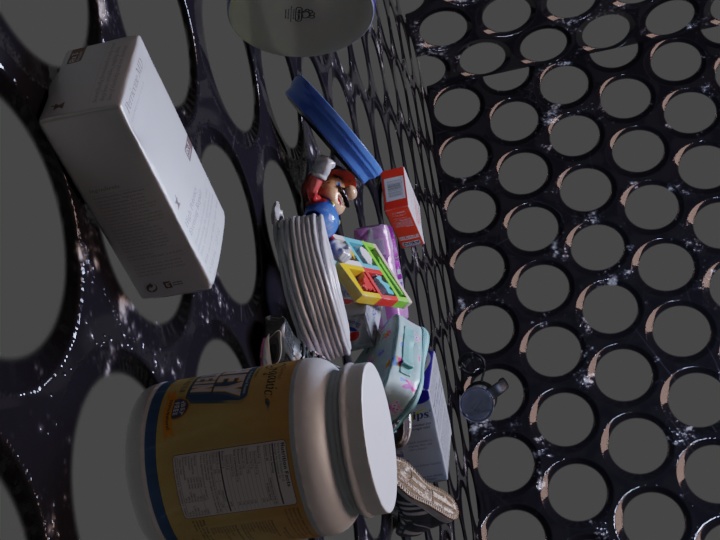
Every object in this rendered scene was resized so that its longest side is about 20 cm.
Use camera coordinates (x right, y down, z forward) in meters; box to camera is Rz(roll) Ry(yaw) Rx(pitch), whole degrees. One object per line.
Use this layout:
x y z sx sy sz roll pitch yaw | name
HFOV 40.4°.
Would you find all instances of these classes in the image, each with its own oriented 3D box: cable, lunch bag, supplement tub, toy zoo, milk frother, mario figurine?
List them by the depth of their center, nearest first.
-0.079 0.152 0.816 0.145 0.198 0.146 -10 90 -80 | supplement tub
-0.061 0.025 1.306 0.201 0.069 0.201 -104 180 -54 | cable
-0.042 -0.090 1.472 0.201 0.105 0.124 -78 -169 -45 | mario figurine
0.043 0.174 1.545 0.077 0.161 0.201 31 32 -14 | lunch bag
0.000 0.000 1.605 0.199 0.020 0.132 10 43 -59 | toy zoo
0.385 0.390 3.306 0.199 0.181 0.188 38 6 9 | milk frother

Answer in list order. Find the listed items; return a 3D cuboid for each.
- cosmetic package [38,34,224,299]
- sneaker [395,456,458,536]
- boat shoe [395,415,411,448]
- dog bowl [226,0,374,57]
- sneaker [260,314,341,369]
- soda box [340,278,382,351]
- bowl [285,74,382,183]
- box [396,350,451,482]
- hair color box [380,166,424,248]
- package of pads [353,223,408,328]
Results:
-0.184 -0.082 0.824 0.102 0.073 0.201 -90 167 -45 | cosmetic package
0.076 0.418 1.788 0.200 0.108 0.070 39 34 -26 | sneaker
0.037 0.220 1.753 0.073 0.074 0.202 40 32 -59 | boat shoe
-0.079 -0.371 1.296 0.200 0.198 0.080 56 29 -65 | dog bowl
-0.064 0.128 1.225 0.081 0.085 0.201 -92 166 -45 | sneaker
-0.005 0.062 1.642 0.200 0.068 0.064 -77 152 -66 | soda box
-0.044 -0.217 1.531 0.201 0.039 0.201 49 2 -2 | bowl
0.112 0.292 1.952 0.184 0.104 0.202 -69 148 -69 | box
0.102 -0.150 2.383 0.200 0.063 0.112 58 23 -60 | hair color box
0.041 0.011 1.918 0.120 0.075 0.202 -5 86 -82 | package of pads
